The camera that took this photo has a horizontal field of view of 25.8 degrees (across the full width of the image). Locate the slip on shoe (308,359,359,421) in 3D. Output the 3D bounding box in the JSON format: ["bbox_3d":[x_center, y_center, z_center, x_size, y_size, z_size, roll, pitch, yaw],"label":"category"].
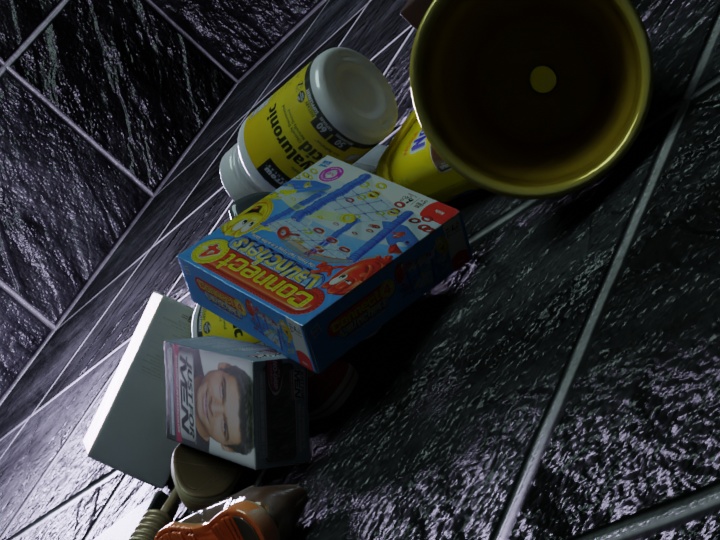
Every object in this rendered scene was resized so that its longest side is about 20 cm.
[{"bbox_3d":[-0.073,0.119,1.526,0.200,0.061,0.074,-31,23,57],"label":"slip on shoe"}]

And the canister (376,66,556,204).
[{"bbox_3d":[0.117,-0.142,1.596,0.149,0.086,0.200,-55,16,-23],"label":"canister"}]

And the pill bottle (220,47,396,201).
[{"bbox_3d":[-0.062,-0.143,1.694,0.200,0.111,0.112,-35,18,40],"label":"pill bottle"}]

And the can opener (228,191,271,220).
[{"bbox_3d":[-0.039,-0.058,1.669,0.053,0.199,0.067,-49,49,51],"label":"can opener"}]

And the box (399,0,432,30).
[{"bbox_3d":[0.179,-0.326,1.736,0.166,0.164,0.200,-36,18,43],"label":"box"}]

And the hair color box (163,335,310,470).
[{"bbox_3d":[-0.120,0.121,1.482,0.200,0.060,0.100,5,98,59],"label":"hair color box"}]

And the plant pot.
[{"bbox_3d":[0.152,-0.167,1.356,0.201,0.201,0.189,-46,-3,11],"label":"plant pot"}]

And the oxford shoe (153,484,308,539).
[{"bbox_3d":[-0.112,0.230,1.359,0.073,0.072,0.200,-34,5,-39],"label":"oxford shoe"}]

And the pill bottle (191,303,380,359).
[{"bbox_3d":[-0.070,0.048,1.578,0.199,0.111,0.112,-17,32,44],"label":"pill bottle"}]

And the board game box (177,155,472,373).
[{"bbox_3d":[-0.035,-0.012,1.460,0.195,0.056,0.199,-36,39,-27],"label":"board game box"}]

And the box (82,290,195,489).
[{"bbox_3d":[-0.234,0.136,1.818,0.201,0.097,0.124,-65,12,-4],"label":"box"}]

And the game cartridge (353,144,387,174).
[{"bbox_3d":[-0.048,-0.073,1.772,0.200,0.042,0.133,-49,33,-21],"label":"game cartridge"}]

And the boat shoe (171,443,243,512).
[{"bbox_3d":[-0.154,0.200,1.575,0.200,0.071,0.065,-96,13,-72],"label":"boat shoe"}]

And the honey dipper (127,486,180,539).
[{"bbox_3d":[-0.188,0.230,1.657,0.038,0.038,0.200,-38,13,38],"label":"honey dipper"}]

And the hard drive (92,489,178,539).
[{"bbox_3d":[-0.283,0.330,1.675,0.200,0.033,0.140,-39,17,39],"label":"hard drive"}]
